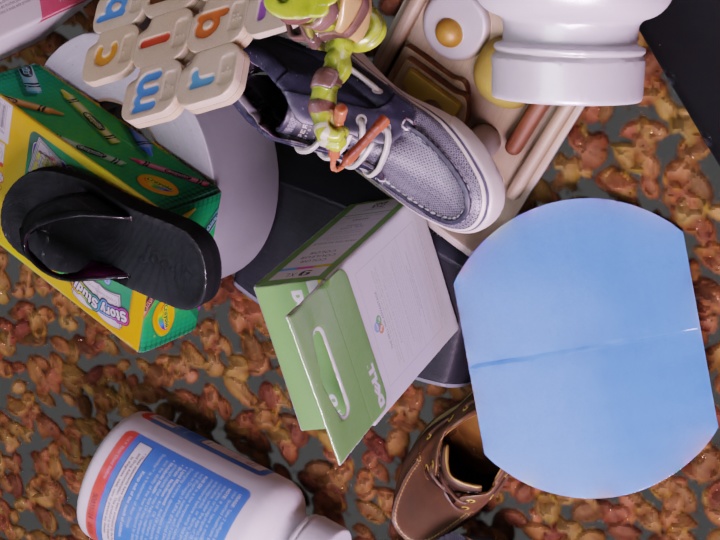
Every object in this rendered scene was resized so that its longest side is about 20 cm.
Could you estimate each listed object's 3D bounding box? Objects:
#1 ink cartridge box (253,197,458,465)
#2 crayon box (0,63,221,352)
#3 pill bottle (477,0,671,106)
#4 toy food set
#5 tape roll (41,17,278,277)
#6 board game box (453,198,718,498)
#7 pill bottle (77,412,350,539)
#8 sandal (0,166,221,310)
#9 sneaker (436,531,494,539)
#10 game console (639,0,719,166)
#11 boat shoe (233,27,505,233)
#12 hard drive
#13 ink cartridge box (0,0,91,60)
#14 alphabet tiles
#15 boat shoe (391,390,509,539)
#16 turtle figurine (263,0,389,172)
[{"bbox_3d":[-0.010,0.036,1.105,0.059,0.200,0.104,-7,110,29],"label":"ink cartridge box"},{"bbox_3d":[-0.193,-0.047,1.206,0.200,0.058,0.119,34,128,28],"label":"crayon box"},{"bbox_3d":[0.124,-0.199,0.985,0.119,0.120,0.201,7,102,28],"label":"pill bottle"},{"bbox_3d":[0.068,-0.120,1.123,0.143,0.060,0.200,37,126,9],"label":"toy food set"},{"bbox_3d":[-0.153,-0.081,1.243,0.200,0.066,0.201,20,120,37],"label":"tape roll"},{"bbox_3d":[0.152,0.052,1.156,0.157,0.039,0.201,-11,91,12],"label":"board game box"},{"bbox_3d":[-0.113,0.200,1.349,0.199,0.112,0.113,24,124,20],"label":"pill bottle"},{"bbox_3d":[-0.178,-0.021,1.127,0.200,0.048,0.076,14,116,37],"label":"sandal"},{"bbox_3d":[0.063,0.254,1.314,0.200,0.082,0.071,-34,51,55],"label":"sneaker"},{"bbox_3d":[0.278,-0.137,1.017,0.175,0.116,0.201,-32,97,7],"label":"game console"},{"bbox_3d":[-0.004,-0.086,1.104,0.200,0.093,0.075,41,128,22],"label":"boat shoe"},{"bbox_3d":[0.000,0.000,1.234,0.199,0.042,0.135,25,124,18],"label":"hard drive"},{"bbox_3d":[-0.304,-0.246,1.225,0.084,0.145,0.201,-28,97,37],"label":"ink cartridge box"},{"bbox_3d":[-0.101,-0.189,1.126,0.195,0.201,0.015,-11,150,35],"label":"alphabet tiles"},{"bbox_3d":[0.074,0.138,1.244,0.072,0.068,0.200,41,128,6],"label":"boat shoe"},{"bbox_3d":[-0.013,-0.171,1.013,0.064,0.161,0.201,16,82,17],"label":"turtle figurine"}]
